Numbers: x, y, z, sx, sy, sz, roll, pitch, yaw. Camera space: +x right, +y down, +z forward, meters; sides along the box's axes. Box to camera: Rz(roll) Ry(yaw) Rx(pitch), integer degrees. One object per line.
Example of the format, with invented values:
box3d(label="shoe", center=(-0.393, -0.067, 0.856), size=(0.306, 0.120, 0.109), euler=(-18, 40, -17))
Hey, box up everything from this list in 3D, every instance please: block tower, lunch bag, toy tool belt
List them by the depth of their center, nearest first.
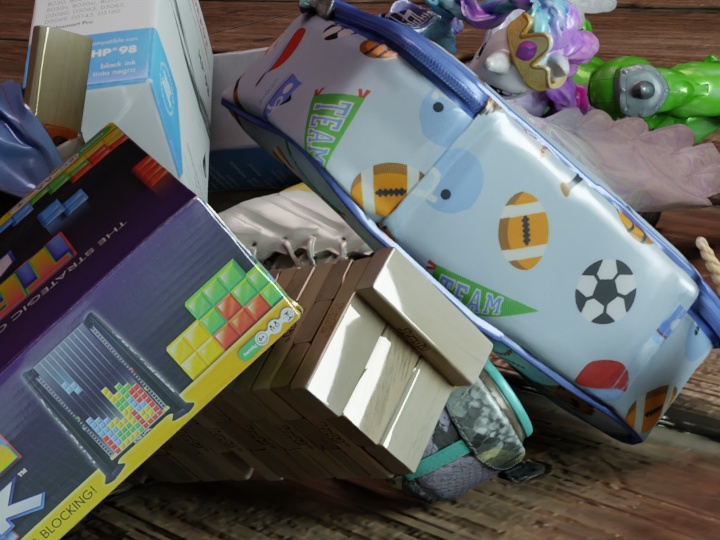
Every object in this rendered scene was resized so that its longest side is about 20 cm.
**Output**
box3d(label="block tower", center=(-0.046, 0.040, 0.676), size=(0.199, 0.054, 0.058), euler=(-11, 44, 50))
box3d(label="lunch bag", center=(0.039, -0.026, 0.721), size=(0.076, 0.200, 0.160), euler=(-48, 21, 0))
box3d(label="toy tool belt", center=(-0.193, -0.025, 0.748), size=(0.199, 0.124, 0.125), euler=(-18, 36, -31))

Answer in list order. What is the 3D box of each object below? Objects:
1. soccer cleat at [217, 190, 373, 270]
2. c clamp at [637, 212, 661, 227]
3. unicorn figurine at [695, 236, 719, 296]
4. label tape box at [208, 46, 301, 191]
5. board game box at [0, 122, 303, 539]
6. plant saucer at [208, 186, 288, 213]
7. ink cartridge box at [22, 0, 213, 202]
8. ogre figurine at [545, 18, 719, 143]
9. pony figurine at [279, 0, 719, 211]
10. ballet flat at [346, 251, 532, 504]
box3d(label="soccer cleat", center=(0.000, 0.000, 0.885), size=(0.198, 0.070, 0.078), euler=(-4, 19, 8))
box3d(label="c clamp", center=(0.082, -0.030, 1.018), size=(0.170, 0.027, 0.199), euler=(-22, 19, -40))
box3d(label="unicorn figurine", center=(0.172, 0.057, 0.587), size=(0.199, 0.074, 0.137), euler=(15, 15, 25))
box3d(label="label tape box", center=(-0.125, -0.076, 1.137), size=(0.199, 0.064, 0.144), euler=(-5, -12, 9))
box3d(label="board game box", center=(-0.128, 0.044, 0.639), size=(0.200, 0.057, 0.165), euler=(-43, 19, -5))
box3d(label="plant saucer", center=(-0.111, -0.009, 1.036), size=(0.199, 0.032, 0.200), euler=(-9, 13, 2))
box3d(label="ink cartridge box", center=(-0.121, -0.114, 0.984), size=(0.066, 0.116, 0.201), euler=(-8, 44, 6))
box3d(label="ogre figurine", center=(0.140, -0.099, 1.125), size=(0.199, 0.099, 0.120), euler=(23, 13, 36))
box3d(label="pony figurine", center=(0.074, -0.087, 0.930), size=(0.192, 0.168, 0.200), euler=(-14, -6, -42))
box3d(label="ballet flat", center=(0.008, 0.040, 0.741), size=(0.072, 0.073, 0.200), euler=(-11, 14, -8))
